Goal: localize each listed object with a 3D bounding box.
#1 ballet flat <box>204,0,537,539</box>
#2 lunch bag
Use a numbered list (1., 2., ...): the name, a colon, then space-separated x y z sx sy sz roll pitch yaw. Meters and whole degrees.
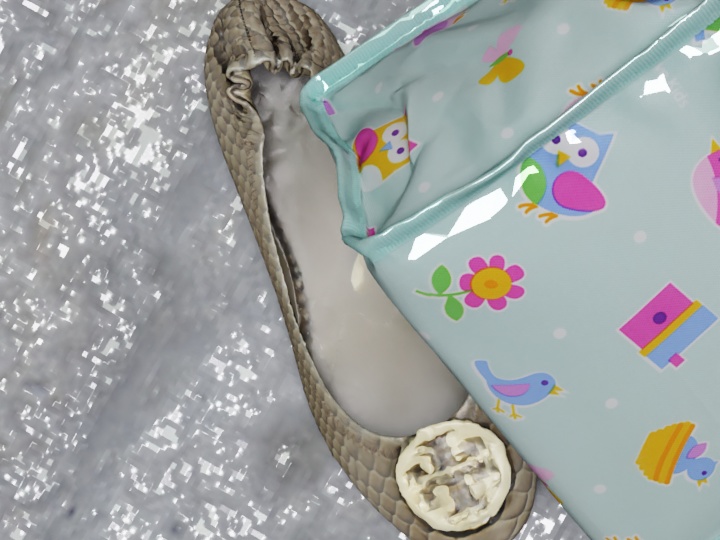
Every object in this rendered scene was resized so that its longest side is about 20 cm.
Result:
1. ballet flat: 0.000 0.000 0.844 0.067 0.046 0.200 -23 83 4
2. lunch bag: 0.112 -0.029 0.762 0.200 0.122 0.170 -33 122 9
